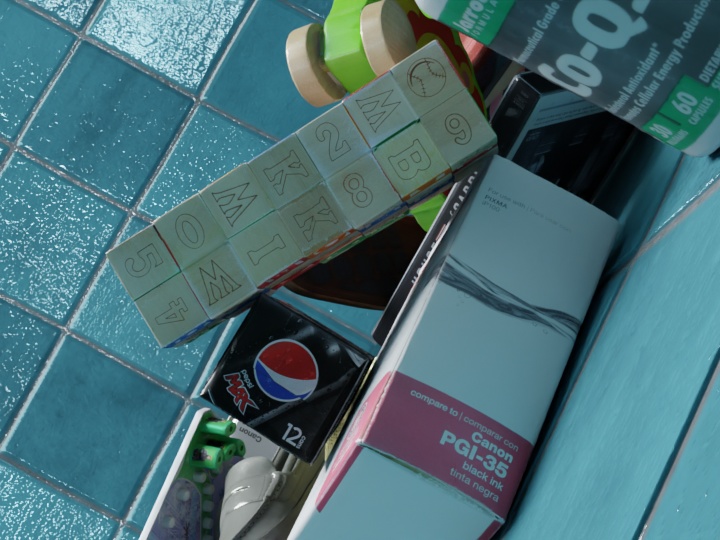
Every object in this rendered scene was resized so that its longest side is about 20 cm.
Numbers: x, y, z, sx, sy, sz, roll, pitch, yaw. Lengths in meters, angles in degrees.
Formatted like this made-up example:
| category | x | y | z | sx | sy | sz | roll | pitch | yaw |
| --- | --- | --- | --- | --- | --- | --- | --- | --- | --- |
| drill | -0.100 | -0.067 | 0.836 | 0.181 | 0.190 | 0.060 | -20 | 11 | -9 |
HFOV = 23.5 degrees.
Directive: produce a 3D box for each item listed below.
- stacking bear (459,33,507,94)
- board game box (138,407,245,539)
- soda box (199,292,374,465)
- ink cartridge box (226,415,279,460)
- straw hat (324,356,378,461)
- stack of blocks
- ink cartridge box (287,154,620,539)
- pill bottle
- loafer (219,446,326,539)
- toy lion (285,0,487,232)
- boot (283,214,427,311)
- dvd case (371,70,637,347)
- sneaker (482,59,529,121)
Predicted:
| category | x | y | z | sx | sy | sz | roll | pitch | yaw |
| --- | --- | --- | --- | --- | --- | --- | --- | --- | --- |
| stacking bear | 0.066 | -0.140 | 1.252 | 0.200 | 0.121 | 0.114 | 30 | -101 | -66 |
| board game box | -0.097 | 0.225 | 1.141 | 0.200 | 0.026 | 0.200 | -67 | -29 | -29 |
| soda box | -0.036 | 0.058 | 0.963 | 0.063 | 0.071 | 0.200 | -58 | -2 | -2 |
| ink cartridge box | -0.026 | 0.127 | 1.284 | 0.084 | 0.144 | 0.200 | -62 | 2 | -6 |
| straw hat | 0.025 | 0.098 | 1.092 | 0.201 | 0.085 | 0.201 | -62 | 1 | 2 |
| stack of blocks | -0.026 | -0.036 | 0.915 | 0.200 | 0.059 | 0.115 | -32 | -3 | 3 |
| ink cartridge box | 0.049 | 0.061 | 0.902 | 0.200 | 0.083 | 0.147 | -62 | 0 | -36 |
| pill bottle | 0.093 | -0.144 | 0.770 | 0.113 | 0.200 | 0.113 | -62 | 0 | 1 |
| loafer | -0.063 | 0.155 | 1.094 | 0.070 | 0.070 | 0.200 | -49 | -5 | 28 |
| toy lion | 0.031 | -0.131 | 1.065 | 0.192 | 0.069 | 0.200 | 44 | -141 | -49 |
| boot | 0.000 | 0.000 | 1.120 | 0.200 | 0.075 | 0.097 | -7 | -12 | -45 |
| dvd case | 0.098 | -0.042 | 1.051 | 0.150 | 0.025 | 0.200 | -18 | -36 | -48 |
| sneaker | 0.115 | -0.083 | 1.177 | 0.070 | 0.082 | 0.200 | 6 | -58 | -53 |
